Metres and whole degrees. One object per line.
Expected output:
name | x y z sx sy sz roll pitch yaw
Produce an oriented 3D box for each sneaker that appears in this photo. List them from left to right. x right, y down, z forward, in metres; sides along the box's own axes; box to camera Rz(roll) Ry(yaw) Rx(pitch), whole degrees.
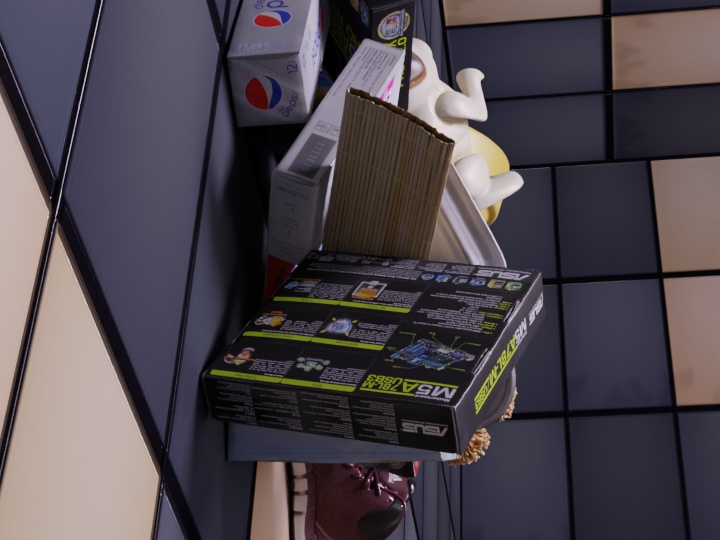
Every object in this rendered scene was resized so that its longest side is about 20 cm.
sneaker | -0.054 -0.152 1.482 0.200 0.075 0.089 94 -13 -75
sneaker | -0.007 0.174 1.479 0.076 0.115 0.201 -48 135 -80

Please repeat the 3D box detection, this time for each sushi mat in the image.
sushi mat | 0.016 -0.044 1.260 0.012 0.095 0.201 -41 152 -42

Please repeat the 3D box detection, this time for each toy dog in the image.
toy dog | 0.046 -0.150 1.673 0.139 0.193 0.201 11 -54 59

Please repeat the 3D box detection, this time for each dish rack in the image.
dish rack | 0.035 -0.006 1.344 0.172 0.043 0.200 62 -33 20

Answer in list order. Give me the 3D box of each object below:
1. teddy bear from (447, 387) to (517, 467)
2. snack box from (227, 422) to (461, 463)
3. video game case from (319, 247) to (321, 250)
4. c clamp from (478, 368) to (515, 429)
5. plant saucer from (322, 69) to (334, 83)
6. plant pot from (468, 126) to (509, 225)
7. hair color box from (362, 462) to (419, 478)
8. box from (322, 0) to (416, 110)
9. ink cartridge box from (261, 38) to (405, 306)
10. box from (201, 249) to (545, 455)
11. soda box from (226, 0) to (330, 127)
teddy bear | 0.054 0.094 1.499 0.200 0.145 0.067 53 -6 -2
snack box | -0.006 0.123 1.299 0.200 0.168 0.068 35 55 -82
video game case | 0.000 0.000 1.559 0.200 0.018 0.144 -39 135 -36
c clamp | 0.045 0.064 1.423 0.027 0.199 0.172 12 77 -60
plant saucer | -0.026 -0.110 1.655 0.200 0.027 0.201 170 -90 -84
plant pot | 0.058 -0.058 1.864 0.201 0.200 0.190 70 33 -66
hair color box | 0.009 0.158 1.635 0.200 0.110 0.064 -59 145 -78
box | -0.014 -0.250 1.484 0.161 0.044 0.200 94 -28 -52
ink cartridge box | -0.024 -0.072 1.369 0.174 0.043 0.200 97 17 -45
box | 0.014 0.054 1.184 0.193 0.199 0.048 -54 142 -50
soda box | -0.067 -0.201 1.376 0.200 0.063 0.069 -83 168 -54
